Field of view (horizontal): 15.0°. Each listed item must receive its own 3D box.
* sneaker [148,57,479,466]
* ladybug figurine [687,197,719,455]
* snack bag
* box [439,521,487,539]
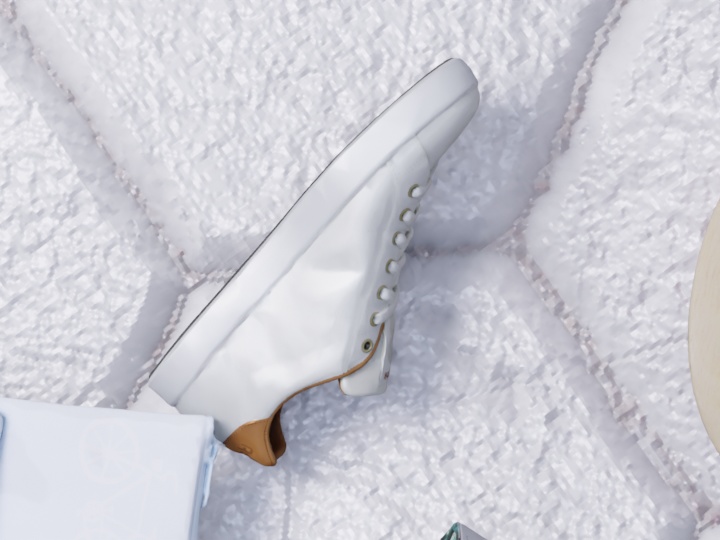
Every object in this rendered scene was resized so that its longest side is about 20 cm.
[{"bbox_3d":[0.000,0.000,1.191,0.085,0.073,0.200,40,105,1],"label":"sneaker"},{"bbox_3d":[0.210,0.009,1.167,0.135,0.072,0.201,22,92,5],"label":"ladybug figurine"},{"bbox_3d":[-0.166,0.146,1.169,0.199,0.021,0.189,7,90,-5],"label":"snack bag"},{"bbox_3d":[0.037,0.215,1.149,0.144,0.036,0.200,34,112,-16],"label":"box"}]
